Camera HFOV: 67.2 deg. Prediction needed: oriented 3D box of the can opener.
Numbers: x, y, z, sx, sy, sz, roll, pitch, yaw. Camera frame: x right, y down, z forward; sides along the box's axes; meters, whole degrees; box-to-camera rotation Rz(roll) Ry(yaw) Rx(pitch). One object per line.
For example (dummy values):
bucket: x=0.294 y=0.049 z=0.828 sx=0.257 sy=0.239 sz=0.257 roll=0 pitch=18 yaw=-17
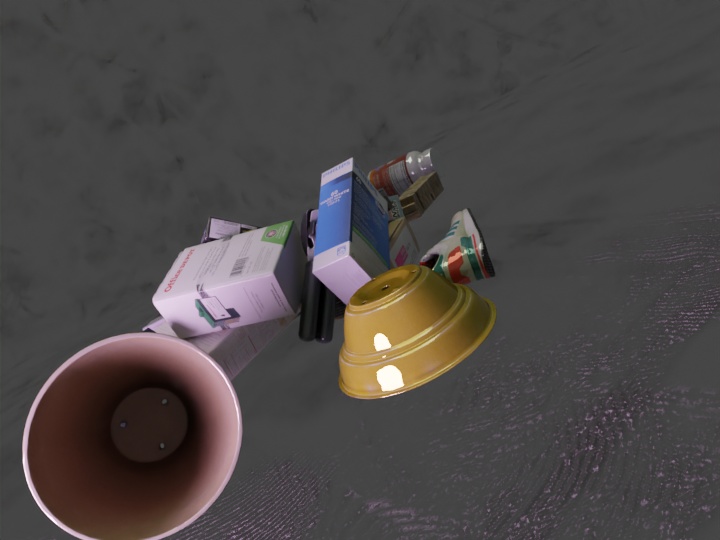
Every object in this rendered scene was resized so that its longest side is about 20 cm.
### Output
can opener: x=-0.060 y=0.006 z=0.793 sx=0.053 sy=0.200 sz=0.066 roll=9 pitch=-14 yaw=-27

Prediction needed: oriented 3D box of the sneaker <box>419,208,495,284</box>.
sneaker: x=0.126 y=-0.030 z=0.763 sx=0.093 sy=0.070 sz=0.200 roll=-20 pitch=18 yaw=10

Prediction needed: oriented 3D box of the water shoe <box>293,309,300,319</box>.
water shoe: x=-0.184 y=0.062 z=1.027 sx=0.200 sy=0.079 sz=0.072 roll=-19 pitch=17 yaw=36

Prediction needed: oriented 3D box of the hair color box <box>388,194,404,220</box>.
hair color box: x=-0.012 y=-0.100 z=1.161 sx=0.200 sy=0.061 sz=0.099 roll=-15 pitch=-4 yaw=-5

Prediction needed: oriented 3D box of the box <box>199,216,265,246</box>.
box: x=-0.200 y=-0.011 z=1.000 sx=0.200 sy=0.198 sz=0.050 roll=133 pitch=144 yaw=-53

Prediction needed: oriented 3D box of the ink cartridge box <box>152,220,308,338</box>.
ink cartridge box: x=-0.191 y=0.013 z=0.831 sx=0.200 sy=0.084 sz=0.146 roll=-13 pitch=33 yaw=16

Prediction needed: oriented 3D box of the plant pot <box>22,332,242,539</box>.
plant pot: x=-0.234 y=0.172 z=0.587 sx=0.187 sy=0.187 sz=0.200 roll=-35 pitch=0 yaw=-23

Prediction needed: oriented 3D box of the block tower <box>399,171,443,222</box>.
block tower: x=0.143 y=-0.179 z=1.299 sx=0.058 sy=0.054 sz=0.200 roll=-19 pitch=17 yaw=32

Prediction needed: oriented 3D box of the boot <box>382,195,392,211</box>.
boot: x=-0.024 y=-0.083 z=0.976 sx=0.146 sy=0.070 sz=0.200 roll=-29 pitch=-3 yaw=19

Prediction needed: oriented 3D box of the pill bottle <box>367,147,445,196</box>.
pill bottle: x=0.128 y=-0.261 z=1.499 sx=0.200 sy=0.112 sz=0.112 roll=-19 pitch=17 yaw=33

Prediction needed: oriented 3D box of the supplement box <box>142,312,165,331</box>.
supplement box: x=-0.358 y=0.114 z=1.124 sx=0.061 sy=0.109 sz=0.200 roll=-26 pitch=13 yaw=11

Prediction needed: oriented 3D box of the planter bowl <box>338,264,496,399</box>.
planter bowl: x=0.045 y=0.050 z=0.617 sx=0.200 sy=0.084 sz=0.200 roll=-27 pitch=13 yaw=7

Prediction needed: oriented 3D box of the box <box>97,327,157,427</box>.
box: x=-0.345 y=0.193 z=0.740 sx=0.200 sy=0.051 sz=0.158 roll=-60 pitch=-7 yaw=32

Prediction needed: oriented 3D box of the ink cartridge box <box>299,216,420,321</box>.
ink cartridge box: x=0.000 y=0.000 z=0.898 sx=0.165 sy=0.075 sz=0.200 roll=-21 pitch=15 yaw=23

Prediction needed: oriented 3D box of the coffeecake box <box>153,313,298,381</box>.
coffeecake box: x=-0.228 y=0.095 z=0.882 sx=0.153 sy=0.073 sz=0.200 roll=12 pitch=45 yaw=39

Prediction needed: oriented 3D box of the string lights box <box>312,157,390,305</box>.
string lights box: x=-0.008 y=-0.052 z=0.750 sx=0.059 sy=0.103 sz=0.200 roll=-24 pitch=41 yaw=23

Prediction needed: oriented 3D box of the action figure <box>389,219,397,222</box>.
action figure: x=-0.012 y=-0.041 z=1.113 sx=0.118 sy=0.055 sz=0.200 roll=-39 pitch=14 yaw=-31
